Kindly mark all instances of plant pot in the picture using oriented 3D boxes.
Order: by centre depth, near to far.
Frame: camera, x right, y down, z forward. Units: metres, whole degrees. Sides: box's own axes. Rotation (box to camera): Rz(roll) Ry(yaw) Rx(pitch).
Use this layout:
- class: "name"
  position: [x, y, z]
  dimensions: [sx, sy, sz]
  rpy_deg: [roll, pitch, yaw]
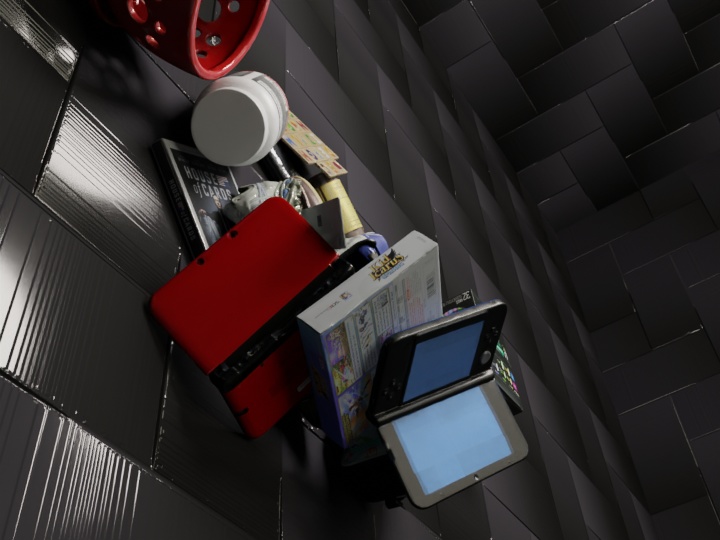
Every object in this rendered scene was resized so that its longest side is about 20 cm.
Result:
- class: "plant pot"
  position: [-0.229, -0.364, 1.080]
  dimensions: [0.181, 0.202, 0.200]
  rpy_deg: [26, 18, 9]

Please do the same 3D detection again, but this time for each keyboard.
- class: "keyboard"
  position: [-0.047, -0.052, 1.046]
  dimensions: [0.200, 0.011, 0.057]
  rpy_deg: [179, -91, -74]

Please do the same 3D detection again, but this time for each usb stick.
- class: "usb stick"
  position: [-0.106, -0.131, 1.373]
  dimensions: [0.201, 0.032, 0.056]
  rpy_deg: [58, 20, -13]

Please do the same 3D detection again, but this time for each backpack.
- class: "backpack"
  position: [0.064, 0.194, 1.170]
  dimensions: [0.151, 0.176, 0.200]
  rpy_deg: [58, 28, -15]

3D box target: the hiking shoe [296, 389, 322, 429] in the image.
- class: "hiking shoe"
  position: [-0.097, 0.116, 1.053]
  dimensions: [0.201, 0.075, 0.101]
  rpy_deg: [59, 36, -2]

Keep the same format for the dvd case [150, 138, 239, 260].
- class: "dvd case"
  position: [-0.184, -0.065, 1.111]
  dimensions: [0.150, 0.025, 0.202]
  rpy_deg: [6, 59, -67]

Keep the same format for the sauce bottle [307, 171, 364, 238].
- class: "sauce bottle"
  position: [-0.028, -0.065, 1.440]
  dimensions: [0.202, 0.064, 0.065]
  rpy_deg: [65, 20, 2]

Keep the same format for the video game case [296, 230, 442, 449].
- class: "video game case"
  position: [0.020, 0.081, 1.006]
  dimensions: [0.045, 0.181, 0.201]
  rpy_deg: [31, -35, 35]

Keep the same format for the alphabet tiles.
- class: "alphabet tiles"
  position: [-0.106, -0.224, 1.429]
  dimensions: [0.200, 0.006, 0.166]
  rpy_deg: [44, 17, 4]

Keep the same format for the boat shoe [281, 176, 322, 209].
- class: "boat shoe"
  position: [-0.090, -0.053, 1.266]
  dimensions: [0.072, 0.072, 0.202]
  rpy_deg: [25, 49, -59]

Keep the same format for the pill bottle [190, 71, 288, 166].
- class: "pill bottle"
  position: [-0.161, -0.202, 1.161]
  dimensions: [0.116, 0.115, 0.200]
  rpy_deg: [58, 10, -12]

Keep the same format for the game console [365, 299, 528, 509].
- class: "game console"
  position: [0.118, 0.151, 1.020]
  dimensions: [0.199, 0.172, 0.118]
  rpy_deg: [-15, 40, -37]

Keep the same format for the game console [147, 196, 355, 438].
- class: "game console"
  position: [-0.106, 0.053, 0.977]
  dimensions: [0.118, 0.200, 0.173]
  rpy_deg: [32, -26, 36]

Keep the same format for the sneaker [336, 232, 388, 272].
- class: "sneaker"
  position: [0.000, 0.000, 1.130]
  dimensions: [0.199, 0.114, 0.081]
  rpy_deg: [-26, 100, -53]

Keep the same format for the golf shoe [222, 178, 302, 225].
- class: "golf shoe"
  position: [-0.128, -0.056, 1.092]
  dimensions: [0.200, 0.096, 0.079]
  rpy_deg: [-85, 179, -66]

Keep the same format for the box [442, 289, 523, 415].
- class: "box"
  position: [0.176, 0.166, 1.522]
  dimensions: [0.124, 0.148, 0.201]
  rpy_deg: [44, 27, -42]
